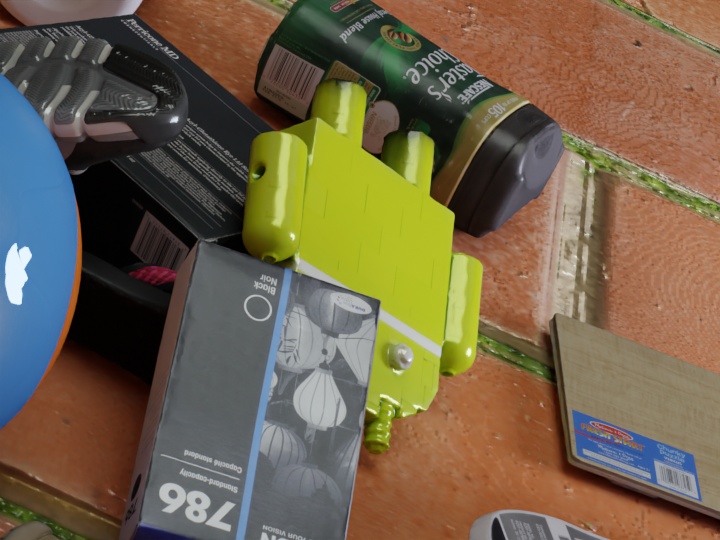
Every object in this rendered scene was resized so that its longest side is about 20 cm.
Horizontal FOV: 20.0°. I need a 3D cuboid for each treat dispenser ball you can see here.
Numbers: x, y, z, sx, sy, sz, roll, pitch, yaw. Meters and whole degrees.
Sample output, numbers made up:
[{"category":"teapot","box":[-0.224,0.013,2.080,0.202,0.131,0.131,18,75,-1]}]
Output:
[{"category":"treat dispenser ball","box":[-0.218,-0.008,0.863,0.200,0.201,0.201,21,29,-12]}]

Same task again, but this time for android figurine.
[{"category":"android figurine","box":[0.000,0.000,1.106,0.182,0.041,0.201,35,50,-39]}]

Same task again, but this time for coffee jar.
[{"category":"coffee jar","box":[0.035,-0.106,1.360,0.200,0.085,0.104,34,29,11]}]

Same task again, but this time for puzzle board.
[{"category":"puzzle board","box":[0.208,0.105,1.235,0.199,0.017,0.151,20,30,-11]}]

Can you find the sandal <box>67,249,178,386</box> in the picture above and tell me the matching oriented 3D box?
[{"category":"sandal","box":[-0.098,0.025,1.040,0.200,0.075,0.045,29,45,8]}]

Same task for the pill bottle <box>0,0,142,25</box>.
[{"category":"pill bottle","box":[-0.174,-0.241,1.374,0.112,0.113,0.200,25,28,-4]}]

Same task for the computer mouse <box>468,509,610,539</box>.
[{"category":"computer mouse","box":[0.121,0.155,0.903,0.199,0.044,0.110,19,34,-28]}]

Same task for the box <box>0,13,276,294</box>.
[{"category":"box","box":[-0.122,-0.057,1.155,0.200,0.079,0.141,41,33,24]}]

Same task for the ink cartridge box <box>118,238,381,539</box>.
[{"category":"ink cartridge box","box":[-0.052,0.087,0.938,0.099,0.039,0.201,19,55,-15]}]

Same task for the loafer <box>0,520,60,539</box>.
[{"category":"loafer","box":[-0.136,0.179,0.767,0.067,0.076,0.200,24,39,-8]}]

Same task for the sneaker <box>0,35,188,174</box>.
[{"category":"sneaker","box":[-0.176,-0.056,1.053,0.199,0.116,0.075,5,38,17]}]
